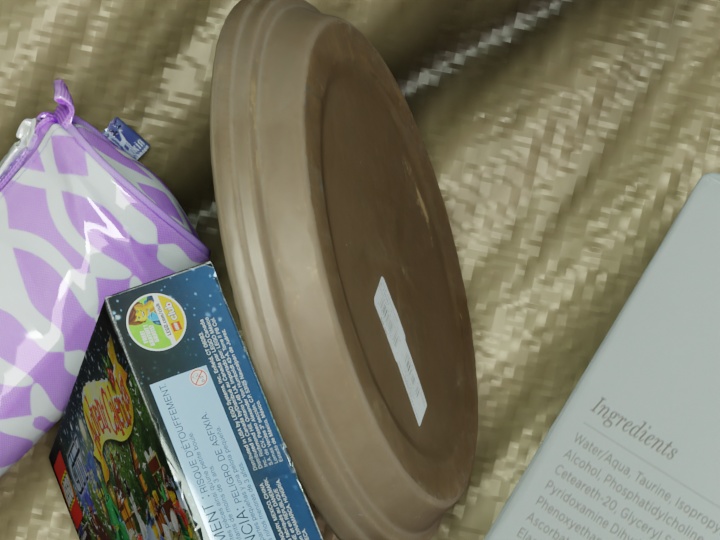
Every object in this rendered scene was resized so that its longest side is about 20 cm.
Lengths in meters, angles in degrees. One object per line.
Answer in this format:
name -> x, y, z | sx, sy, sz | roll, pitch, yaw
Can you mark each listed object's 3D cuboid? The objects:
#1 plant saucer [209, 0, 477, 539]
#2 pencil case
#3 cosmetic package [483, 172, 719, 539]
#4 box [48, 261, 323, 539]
plant saucer -> 0.000, 0.000, 0.967 | 0.029, 0.200, 0.201 | -13, 97, 16
pencil case -> -0.143, 0.029, 1.010 | 0.200, 0.084, 0.085 | -47, 118, -1
cosmetic package -> 0.165, 0.106, 0.980 | 0.167, 0.166, 0.200 | 29, 92, -42
box -> -0.055, 0.094, 0.951 | 0.038, 0.200, 0.137 | -19, 77, -17
